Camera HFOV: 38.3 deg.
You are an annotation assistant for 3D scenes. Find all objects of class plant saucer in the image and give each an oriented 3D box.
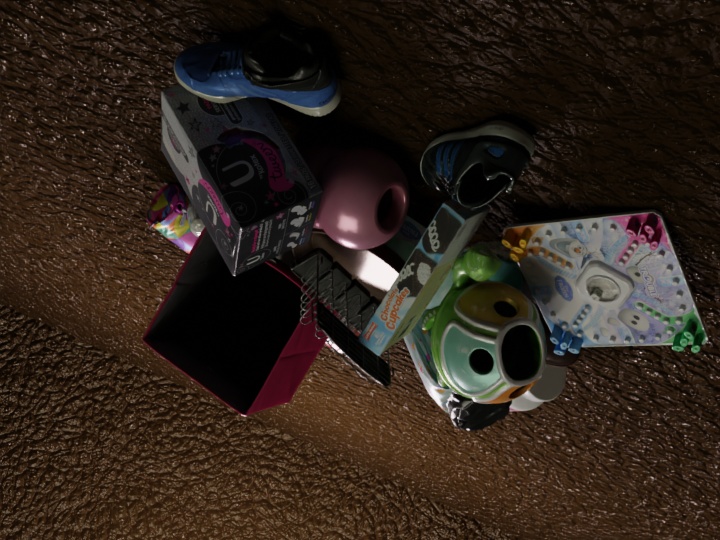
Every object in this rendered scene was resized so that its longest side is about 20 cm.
[{"bbox_3d":[0.000,0.000,1.403,0.198,0.035,0.201,24,155,12],"label":"plant saucer"},{"bbox_3d":[0.051,0.011,1.469,0.198,0.039,0.201,22,161,8],"label":"plant saucer"}]

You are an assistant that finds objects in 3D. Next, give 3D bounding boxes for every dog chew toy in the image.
[{"bbox_3d":[-0.035,-0.102,1.301,0.198,0.126,0.125,20,162,38],"label":"dog chew toy"}]

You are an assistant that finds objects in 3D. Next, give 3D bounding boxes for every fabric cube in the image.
[{"bbox_3d":[-0.161,0.071,1.530,0.195,0.202,0.199,33,-173,14],"label":"fabric cube"}]

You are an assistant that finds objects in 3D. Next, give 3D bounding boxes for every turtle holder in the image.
[{"bbox_3d":[0.165,0.070,1.264,0.139,0.189,0.131,11,-179,-24],"label":"turtle holder"}]

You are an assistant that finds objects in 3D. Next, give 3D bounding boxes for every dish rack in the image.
[{"bbox_3d":[-0.021,0.066,1.314,0.054,0.201,0.153,-40,114,19],"label":"dish rack"}]

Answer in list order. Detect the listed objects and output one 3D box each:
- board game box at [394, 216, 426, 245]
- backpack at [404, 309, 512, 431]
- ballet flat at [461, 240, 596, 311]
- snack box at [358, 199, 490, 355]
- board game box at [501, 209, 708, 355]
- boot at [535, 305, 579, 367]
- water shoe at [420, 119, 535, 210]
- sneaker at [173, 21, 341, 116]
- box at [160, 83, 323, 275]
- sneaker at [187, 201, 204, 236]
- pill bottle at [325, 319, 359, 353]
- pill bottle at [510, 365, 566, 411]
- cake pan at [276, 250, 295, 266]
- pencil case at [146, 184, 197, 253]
[{"bbox_3d":[0.007,-0.050,1.491,0.198,0.042,0.199,32,160,-16],"label":"board game box"},{"bbox_3d":[0.142,0.127,1.553,0.168,0.125,0.202,87,159,-61],"label":"backpack"},{"bbox_3d":[0.219,0.000,1.318,0.197,0.064,0.076,19,140,16],"label":"ballet flat"},{"bbox_3d":[0.078,0.003,1.256,0.037,0.201,0.116,36,-159,12],"label":"snack box"},{"bbox_3d":[0.285,0.023,1.223,0.198,0.026,0.201,-4,128,38],"label":"board game box"},{"bbox_3d":[0.233,0.082,1.431,0.199,0.073,0.166,35,-176,-5],"label":"boot"},{"bbox_3d":[0.113,-0.108,1.150,0.071,0.080,0.199,31,160,-16],"label":"water shoe"},{"bbox_3d":[-0.123,-0.229,1.131,0.197,0.078,0.111,16,165,14],"label":"sneaker"},{"bbox_3d":[-0.147,-0.121,1.229,0.201,0.114,0.133,57,158,16],"label":"box"},{"bbox_3d":[-0.197,-0.067,1.689,0.071,0.073,0.199,-29,142,31],"label":"sneaker"},{"bbox_3d":[-0.072,0.044,1.725,0.110,0.112,0.200,2,150,48],"label":"pill bottle"},{"bbox_3d":[0.238,0.171,1.668,0.108,0.110,0.199,32,160,-18],"label":"pill bottle"},{"bbox_3d":[-0.093,-0.029,1.558,0.199,0.037,0.200,33,-176,-3],"label":"cake pan"},{"bbox_3d":[-0.271,-0.062,1.747,0.088,0.089,0.200,5,154,45],"label":"pencil case"}]
